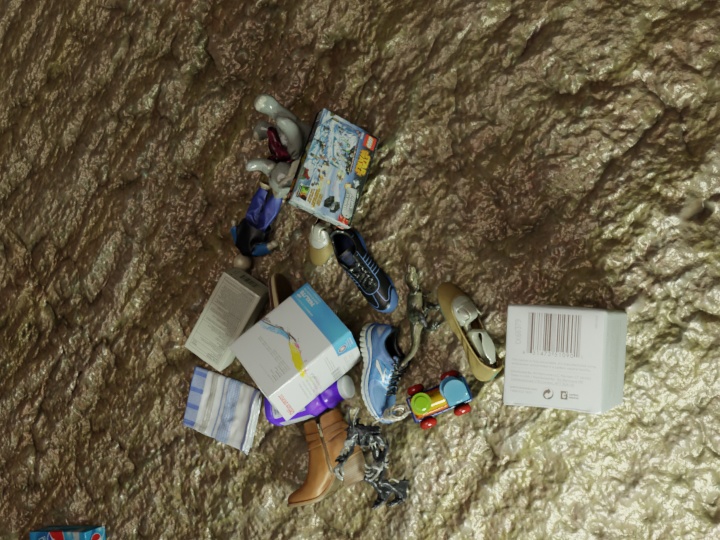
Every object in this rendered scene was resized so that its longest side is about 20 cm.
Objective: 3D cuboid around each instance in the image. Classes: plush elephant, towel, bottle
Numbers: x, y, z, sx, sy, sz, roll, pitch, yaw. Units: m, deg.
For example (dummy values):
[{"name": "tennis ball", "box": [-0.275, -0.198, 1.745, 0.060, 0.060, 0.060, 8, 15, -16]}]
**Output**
[{"name": "plush elephant", "box": [-0.162, -0.231, 1.673, 0.199, 0.165, 0.156, 29, 70, -6]}, {"name": "towel", "box": [-0.313, 0.312, 1.826, 0.199, 0.024, 0.148, 16, 95, 28]}, {"name": "bottle", "box": [-0.106, 0.264, 1.688, 0.199, 0.065, 0.084, -20, 58, 26]}]

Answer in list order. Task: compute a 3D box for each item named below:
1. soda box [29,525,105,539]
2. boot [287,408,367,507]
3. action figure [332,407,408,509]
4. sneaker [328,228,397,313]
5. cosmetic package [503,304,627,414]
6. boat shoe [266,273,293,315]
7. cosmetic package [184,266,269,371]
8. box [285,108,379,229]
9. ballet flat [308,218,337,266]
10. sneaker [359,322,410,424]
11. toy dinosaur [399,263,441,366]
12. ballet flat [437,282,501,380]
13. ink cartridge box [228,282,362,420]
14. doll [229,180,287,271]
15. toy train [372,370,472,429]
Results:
[{"name": "soda box", "box": [-0.724, 0.670, 2.009, 0.198, 0.068, 0.065, -10, 83, 28]}, {"name": "boot", "box": [-0.090, 0.388, 1.669, 0.199, 0.077, 0.156, -32, 75, 21]}, {"name": "action figure", "box": [0.013, 0.367, 1.563, 0.118, 0.102, 0.201, -16, 108, 48]}, {"name": "sneaker", "box": [0.000, 0.000, 1.637, 0.070, 0.078, 0.201, -40, 70, 21]}, {"name": "cosmetic package", "box": [0.349, 0.144, 1.371, 0.164, 0.200, 0.167, 2, 88, 29]}, {"name": "boat shoe", "box": [-0.178, 0.109, 1.737, 0.071, 0.072, 0.202, -12, 88, 26]}, {"name": "cosmetic package", "box": [-0.289, 0.105, 1.776, 0.103, 0.073, 0.201, 34, 108, 7]}, {"name": "box", "box": [-0.054, -0.200, 1.614, 0.040, 0.136, 0.202, -11, 58, 62]}, {"name": "ballet flat", "box": [-0.070, -0.105, 1.689, 0.068, 0.063, 0.201, 29, 102, 29]}, {"name": "sneaker", "box": [0.051, 0.202, 1.601, 0.088, 0.078, 0.202, -9, 84, 30]}, {"name": "toy dinosaur", "box": [0.120, 0.086, 1.577, 0.088, 0.047, 0.202, -10, 70, 38]}, {"name": "ballet flat", "box": [0.209, 0.106, 1.515, 0.201, 0.068, 0.063, 64, 150, 8]}, {"name": "ink cartridge box", "box": [-0.125, 0.162, 1.598, 0.200, 0.147, 0.146, -38, 63, -10]}, {"name": "doll", "box": [-0.227, -0.089, 1.782, 0.136, 0.048, 0.201, 32, 103, 27]}, {"name": "toy train", "box": [0.110, 0.253, 1.515, 0.198, 0.116, 0.085, -22, 77, 2]}]
